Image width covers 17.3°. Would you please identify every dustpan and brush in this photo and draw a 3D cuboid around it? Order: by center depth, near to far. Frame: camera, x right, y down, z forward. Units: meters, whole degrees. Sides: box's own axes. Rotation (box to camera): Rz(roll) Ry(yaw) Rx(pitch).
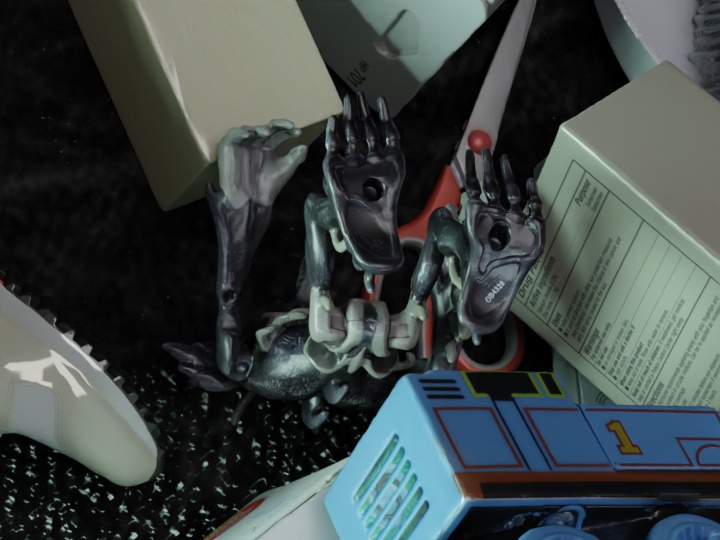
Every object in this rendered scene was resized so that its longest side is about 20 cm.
[{"bbox_3d":[0.165,-0.076,1.008,0.139,0.057,0.200,11,62,-15],"label":"dustpan and brush"}]

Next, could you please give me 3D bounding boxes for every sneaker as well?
[{"bbox_3d":[-0.168,0.030,0.895,0.200,0.070,0.093,41,89,-9],"label":"sneaker"}]

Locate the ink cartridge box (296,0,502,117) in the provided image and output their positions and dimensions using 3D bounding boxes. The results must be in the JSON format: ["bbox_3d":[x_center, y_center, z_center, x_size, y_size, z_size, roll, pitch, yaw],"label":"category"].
[{"bbox_3d":[0.063,-0.175,0.971,0.086,0.146,0.200,44,67,-2],"label":"ink cartridge box"}]

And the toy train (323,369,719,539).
[{"bbox_3d":[0.090,0.094,0.818,0.200,0.087,0.114,2,47,-33],"label":"toy train"}]

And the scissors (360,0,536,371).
[{"bbox_3d":[0.041,-0.045,1.003,0.073,0.014,0.201,9,75,-14],"label":"scissors"}]

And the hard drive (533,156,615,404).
[{"bbox_3d":[0.177,0.015,1.027,0.199,0.027,0.132,-1,77,-18],"label":"hard drive"}]

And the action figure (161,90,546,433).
[{"bbox_3d":[0.000,0.000,0.880,0.119,0.200,0.102,15,68,-14],"label":"action figure"}]

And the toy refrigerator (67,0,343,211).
[{"bbox_3d":[-0.081,-0.134,0.951,0.070,0.076,0.200,-23,84,-22],"label":"toy refrigerator"}]

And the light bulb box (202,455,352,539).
[{"bbox_3d":[-0.031,0.207,0.855,0.198,0.125,0.200,-37,91,-24],"label":"light bulb box"}]

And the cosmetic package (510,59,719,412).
[{"bbox_3d":[0.154,0.026,0.906,0.073,0.104,0.200,-31,65,-36],"label":"cosmetic package"}]
